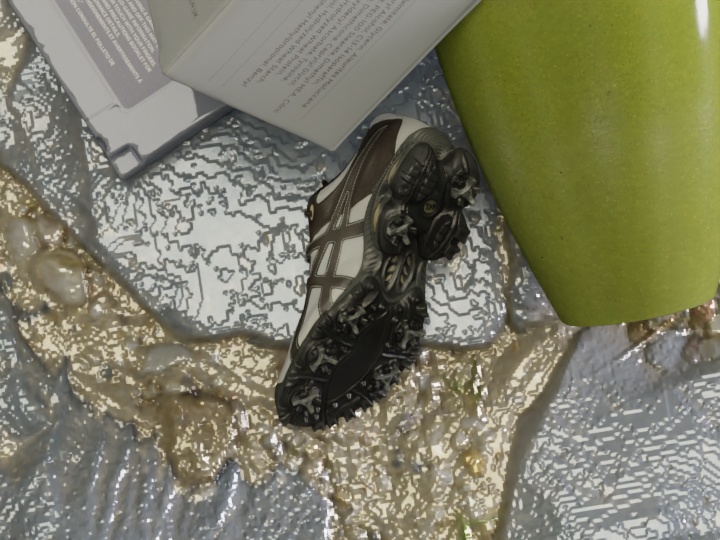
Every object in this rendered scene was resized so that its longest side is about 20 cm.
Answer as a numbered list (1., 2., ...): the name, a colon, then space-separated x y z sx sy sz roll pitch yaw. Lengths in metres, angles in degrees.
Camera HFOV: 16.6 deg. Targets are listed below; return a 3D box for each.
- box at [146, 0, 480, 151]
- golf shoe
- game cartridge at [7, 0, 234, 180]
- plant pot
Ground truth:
1. box: -0.022 -0.215 1.383 0.200 0.130 0.200 -45 42 28
2. golf shoe: 0.000 0.000 1.474 0.077 0.095 0.201 18 108 -37
3. game cartridge: -0.143 -0.173 1.509 0.133 0.041 0.201 -33 84 2
4. plant pot: 0.144 -0.075 1.432 0.186 0.187 0.201 -11 98 1
